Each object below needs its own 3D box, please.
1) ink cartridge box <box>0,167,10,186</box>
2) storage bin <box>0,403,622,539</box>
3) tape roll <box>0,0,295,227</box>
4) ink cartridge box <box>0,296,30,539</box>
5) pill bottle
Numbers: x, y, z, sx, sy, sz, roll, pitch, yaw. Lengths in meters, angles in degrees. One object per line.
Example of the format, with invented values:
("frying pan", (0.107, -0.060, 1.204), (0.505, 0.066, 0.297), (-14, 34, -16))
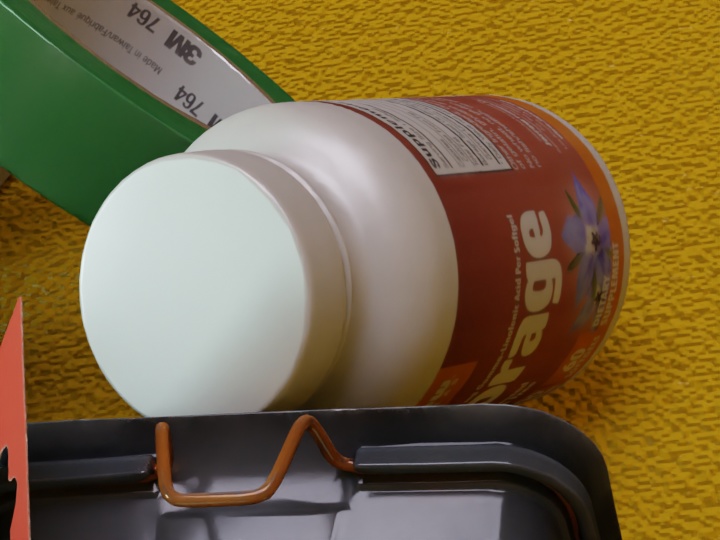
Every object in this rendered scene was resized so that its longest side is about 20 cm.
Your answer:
("ink cartridge box", (-0.179, -0.127, 1.118), (0.045, 0.201, 0.176), (6, 39, 22))
("storage bin", (-0.027, 0.126, 0.797), (0.199, 0.146, 0.135), (-3, 46, 12))
("tape roll", (-0.093, -0.067, 1.030), (0.048, 0.200, 0.201), (-53, 36, 13))
("ink cartridge box", (-0.141, 0.126, 0.772), (0.057, 0.201, 0.163), (9, 32, -15))
("pill bottle", (0.000, 0.000, 0.902), (0.112, 0.113, 0.200), (12, 11, 29))
